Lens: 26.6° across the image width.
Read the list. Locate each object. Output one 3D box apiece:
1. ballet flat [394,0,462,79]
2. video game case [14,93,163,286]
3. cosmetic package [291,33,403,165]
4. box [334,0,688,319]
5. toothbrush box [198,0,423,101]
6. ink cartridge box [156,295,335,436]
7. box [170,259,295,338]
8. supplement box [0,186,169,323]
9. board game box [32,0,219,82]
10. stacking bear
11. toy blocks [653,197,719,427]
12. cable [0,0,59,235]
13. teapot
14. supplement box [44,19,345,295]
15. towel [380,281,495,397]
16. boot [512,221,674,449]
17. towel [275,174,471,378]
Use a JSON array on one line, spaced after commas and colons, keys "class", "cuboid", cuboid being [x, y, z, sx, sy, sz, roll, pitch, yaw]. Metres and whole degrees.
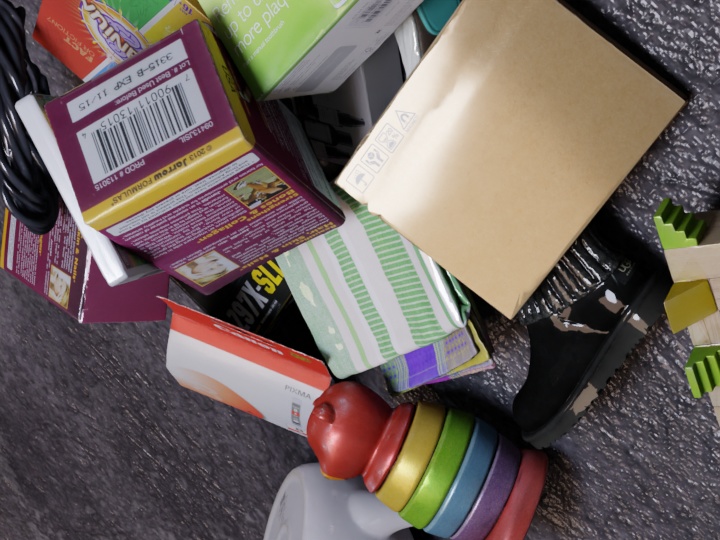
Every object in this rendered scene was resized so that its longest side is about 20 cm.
[{"class": "ballet flat", "cuboid": [0.052, -0.164, 1.098, 0.069, 0.069, 0.201, -1, 117, 43]}, {"class": "video game case", "cuboid": [-0.183, -0.063, 1.141, 0.018, 0.200, 0.144, -28, 90, 10]}, {"class": "cosmetic package", "cuboid": [-0.017, -0.175, 1.154, 0.082, 0.051, 0.201, 15, 131, 33]}, {"class": "box", "cuboid": [0.101, -0.089, 1.054, 0.163, 0.021, 0.200, 38, 111, 2]}, {"class": "toothbrush box", "cuboid": [-0.051, -0.240, 1.037, 0.145, 0.086, 0.201, -39, 73, 37]}, {"class": "ink cartridge box", "cuboid": [-0.100, 0.093, 1.363, 0.161, 0.050, 0.200, 21, 169, 10]}, {"class": "box", "cuboid": [-0.111, -0.036, 1.361, 0.160, 0.049, 0.200, 43, 141, 4]}, {"class": "supplement box", "cuboid": [-0.251, -0.031, 1.391, 0.200, 0.085, 0.111, 25, 110, 54]}, {"class": "board game box", "cuboid": [-0.171, -0.192, 1.178, 0.153, 0.040, 0.200, 40, 151, -1]}, {"class": "stacking bear", "cuboid": [0.046, 0.162, 1.284, 0.199, 0.121, 0.114, 26, 98, -3]}, {"class": "toy blocks", "cuboid": [0.293, 0.032, 1.017, 0.136, 0.100, 0.201, -7, 117, 33]}, {"class": "cable", "cuboid": [-0.289, -0.130, 1.266, 0.050, 0.164, 0.201, -5, 128, -4]}, {"class": "teapot", "cuboid": [-0.011, 0.287, 1.460, 0.145, 0.199, 0.200, 14, 177, -15]}, {"class": "supplement box", "cuboid": [-0.113, -0.075, 1.097, 0.104, 0.130, 0.200, 67, -170, 22]}, {"class": "towel", "cuboid": [0.038, 0.026, 1.239, 0.145, 0.023, 0.200, 67, 155, 2]}, {"class": "boot", "cuboid": [0.131, 0.027, 1.159, 0.157, 0.079, 0.212, 36, 132, 7]}, {"class": "towel", "cuboid": [0.000, 0.000, 1.203, 0.200, 0.023, 0.153, -25, 92, 54]}]
